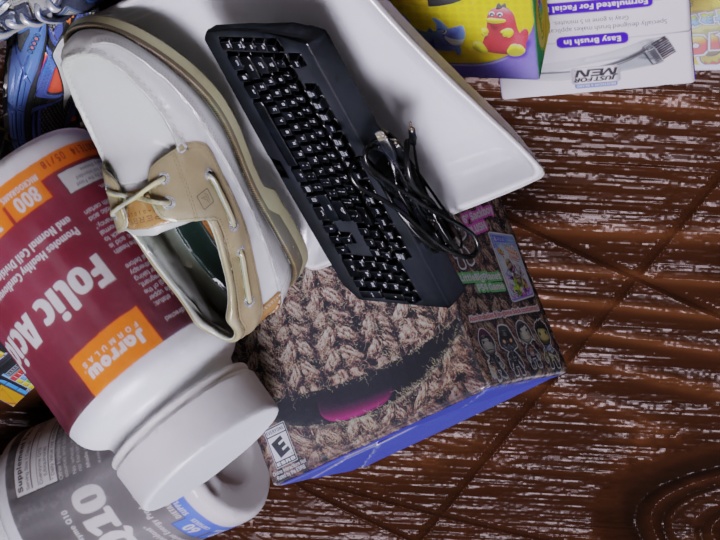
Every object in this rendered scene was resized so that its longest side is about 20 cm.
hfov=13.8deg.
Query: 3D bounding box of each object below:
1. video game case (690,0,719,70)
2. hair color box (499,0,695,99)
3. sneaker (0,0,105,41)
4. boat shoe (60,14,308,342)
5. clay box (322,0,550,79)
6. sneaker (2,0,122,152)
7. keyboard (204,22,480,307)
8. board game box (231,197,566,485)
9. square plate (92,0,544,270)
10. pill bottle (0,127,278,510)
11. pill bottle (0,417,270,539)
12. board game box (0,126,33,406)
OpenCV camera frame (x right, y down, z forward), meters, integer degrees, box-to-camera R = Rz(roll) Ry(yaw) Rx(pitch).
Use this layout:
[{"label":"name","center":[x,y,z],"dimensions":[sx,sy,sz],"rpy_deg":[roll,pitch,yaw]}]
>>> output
[{"label":"video game case","center":[0.219,-0.182,1.650],"dimensions":[0.198,0.023,0.183],"rpy_deg":[-1,137,6]},{"label":"hair color box","center":[0.119,-0.187,1.589],"dimensions":[0.108,0.065,0.201],"rpy_deg":[-4,134,5]},{"label":"sneaker","center":[-0.180,-0.156,1.589],"dimensions":[0.085,0.077,0.200],"rpy_deg":[38,124,5]},{"label":"boat shoe","center":[-0.100,-0.048,1.609],"dimensions":[0.074,0.069,0.200],"rpy_deg":[-10,128,42]},{"label":"clay box","center":[0.032,-0.185,1.520],"dimensions":[0.114,0.048,0.201],"rpy_deg":[3,139,12]},{"label":"sneaker","center":[-0.165,-0.128,1.708],"dimensions":[0.078,0.076,0.201],"rpy_deg":[4,139,-4]},{"label":"keyboard","center":[-0.009,-0.047,1.576],"dimensions":[0.104,0.040,0.200],"rpy_deg":[0,136,35]},{"label":"board game box","center":[0.000,0.000,1.727],"dimensions":[0.159,0.201,0.097],"rpy_deg":[-27,169,30]},{"label":"square plate","center":[-0.027,-0.096,1.585],"dimensions":[0.200,0.029,0.198],"rpy_deg":[45,141,-21]},{"label":"pill bottle","center":[-0.143,0.029,1.690],"dimensions":[0.200,0.114,0.114],"rpy_deg":[52,132,11]},{"label":"pill bottle","center":[-0.168,0.144,1.971],"dimensions":[0.199,0.114,0.114],"rpy_deg":[-24,130,28]},{"label":"board game box","center":[-0.249,-0.016,1.849],"dimensions":[0.199,0.057,0.165],"rpy_deg":[29,133,-24]}]
